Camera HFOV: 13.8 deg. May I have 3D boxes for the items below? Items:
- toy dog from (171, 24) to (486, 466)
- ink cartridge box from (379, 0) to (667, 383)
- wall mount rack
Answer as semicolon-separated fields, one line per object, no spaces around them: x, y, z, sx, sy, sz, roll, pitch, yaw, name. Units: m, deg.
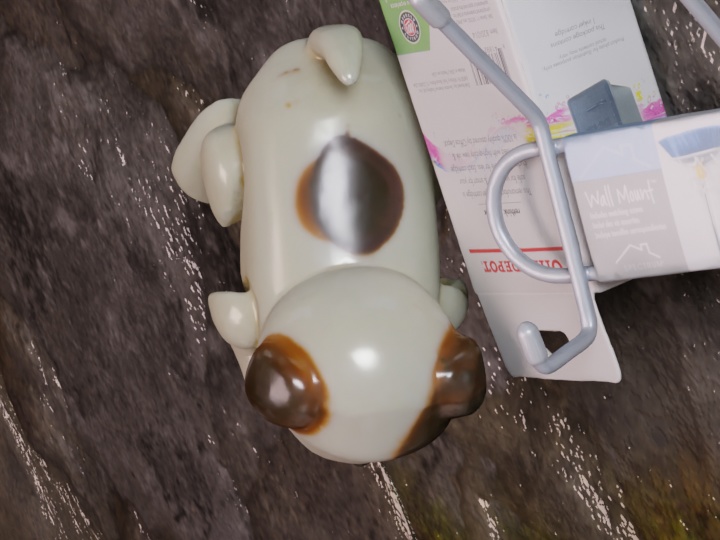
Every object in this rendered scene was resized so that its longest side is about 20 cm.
0.000;0.000;1.423;0.194;0.139;0.200;120;148;-53;toy dog
0.087;-0.054;1.351;0.117;0.067;0.200;0;110;64;ink cartridge box
0.109;-0.050;1.218;0.200;0.075;0.174;-8;103;39;wall mount rack
